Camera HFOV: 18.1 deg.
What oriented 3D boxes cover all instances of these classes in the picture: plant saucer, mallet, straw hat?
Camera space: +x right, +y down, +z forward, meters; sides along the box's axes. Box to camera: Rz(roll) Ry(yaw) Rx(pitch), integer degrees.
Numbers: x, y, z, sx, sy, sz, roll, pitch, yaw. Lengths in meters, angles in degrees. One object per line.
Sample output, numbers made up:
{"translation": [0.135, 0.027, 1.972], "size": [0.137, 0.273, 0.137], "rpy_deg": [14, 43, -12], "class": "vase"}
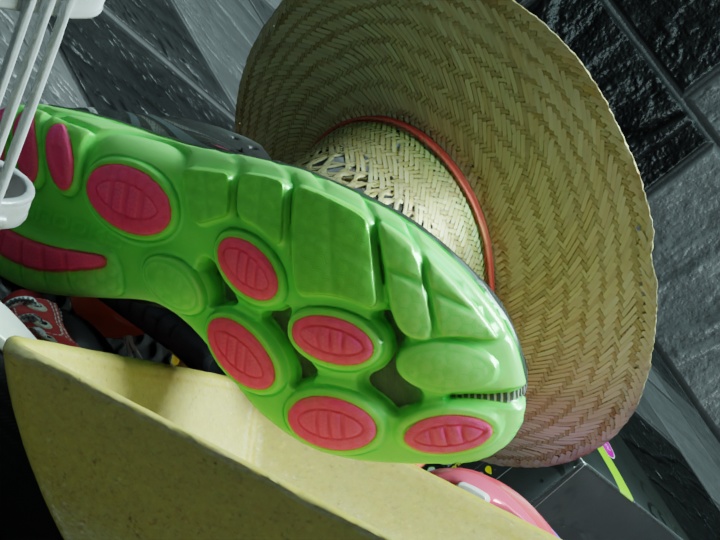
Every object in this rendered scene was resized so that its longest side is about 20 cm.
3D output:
{"translation": [0.011, 0.088, 0.631], "size": [0.199, 0.049, 0.200], "rpy_deg": [25, 1, 17], "class": "plant saucer"}
{"translation": [-0.120, -0.019, 0.783], "size": [0.200, 0.041, 0.066], "rpy_deg": [33, 0, 39], "class": "mallet"}
{"translation": [0.000, 0.000, 0.756], "size": [0.085, 0.201, 0.201], "rpy_deg": [-36, 87, -39], "class": "straw hat"}

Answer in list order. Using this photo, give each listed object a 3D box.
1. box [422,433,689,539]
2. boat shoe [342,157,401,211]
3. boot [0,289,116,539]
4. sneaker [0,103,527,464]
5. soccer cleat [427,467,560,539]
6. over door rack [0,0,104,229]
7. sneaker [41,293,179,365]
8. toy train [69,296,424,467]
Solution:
{"translation": [0.048, 0.082, 1.129], "size": [0.148, 0.124, 0.200], "rpy_deg": [38, 16, -53], "class": "box"}
{"translation": [0.042, -0.019, 0.953], "size": [0.068, 0.072, 0.200], "rpy_deg": [31, 21, -36], "class": "boat shoe"}
{"translation": [-0.120, 0.031, 0.698], "size": [0.200, 0.072, 0.145], "rpy_deg": [54, 5, -44], "class": "boot"}
{"translation": [-0.027, -0.007, 0.669], "size": [0.199, 0.077, 0.084], "rpy_deg": [27, 24, 31], "class": "sneaker"}
{"translation": [0.080, 0.149, 0.756], "size": [0.200, 0.067, 0.076], "rpy_deg": [51, 5, 9], "class": "soccer cleat"}
{"translation": [-0.147, -0.081, 0.550], "size": [0.199, 0.148, 0.067], "rpy_deg": [-5, 36, -47], "class": "over door rack"}
{"translation": [-0.088, 0.012, 0.951], "size": [0.200, 0.070, 0.090], "rpy_deg": [49, -5, -19], "class": "sneaker"}
{"translation": [-0.035, 0.024, 0.881], "size": [0.199, 0.055, 0.151], "rpy_deg": [12, 68, -42], "class": "toy train"}
